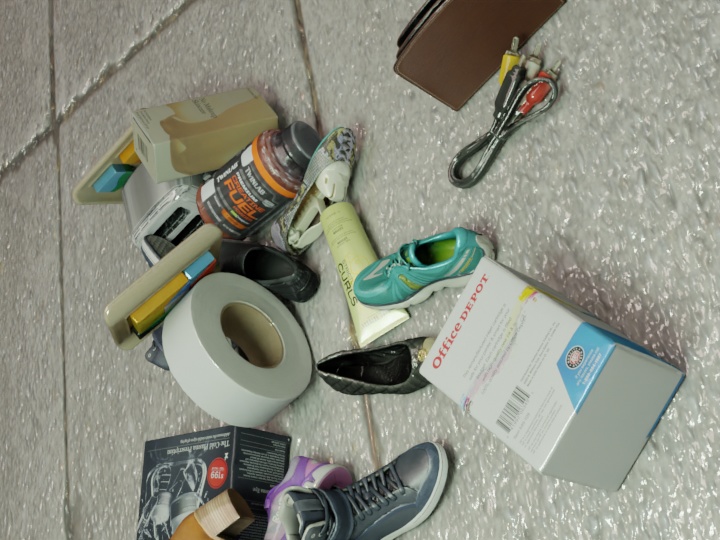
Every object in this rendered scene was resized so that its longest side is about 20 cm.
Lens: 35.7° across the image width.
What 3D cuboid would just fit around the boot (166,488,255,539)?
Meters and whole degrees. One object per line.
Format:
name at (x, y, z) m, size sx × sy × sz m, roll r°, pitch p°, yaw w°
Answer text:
boot at (-0.171, 0.383, 1.343) m, size 0.154 × 0.074 × 0.201 m, roll -41°, pitch 51°, yaw 10°

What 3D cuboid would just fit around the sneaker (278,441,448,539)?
sneaker at (-0.002, 0.264, 1.291) m, size 0.203 × 0.146 × 0.077 m, roll -48°, pitch 45°, yaw 19°

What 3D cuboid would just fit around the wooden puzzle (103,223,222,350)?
wooden puzzle at (-0.252, 0.030, 1.476) m, size 0.185 × 0.200 × 0.037 m, roll -41°, pitch 82°, yaw -14°

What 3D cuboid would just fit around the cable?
cable at (0.184, -0.182, 1.382) m, size 0.097 × 0.050 × 0.201 m, roll 35°, pitch 113°, yaw 29°

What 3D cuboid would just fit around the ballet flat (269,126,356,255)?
ballet flat at (-0.054, -0.101, 1.553) m, size 0.201 × 0.072 × 0.072 m, roll -57°, pitch 44°, yaw 20°

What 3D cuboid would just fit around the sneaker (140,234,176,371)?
sneaker at (-0.294, 0.058, 1.690) m, size 0.203 × 0.077 × 0.146 m, roll 49°, pitch 113°, yaw 19°

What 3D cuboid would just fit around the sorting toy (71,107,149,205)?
sorting toy at (-0.347, -0.176, 1.803) m, size 0.200 × 0.185 × 0.037 m, roll -46°, pitch 73°, yaw 24°

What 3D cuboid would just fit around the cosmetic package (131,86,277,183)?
cosmetic package at (-0.232, -0.205, 1.674) m, size 0.105 × 0.198 × 0.072 m, roll 49°, pitch 147°, yaw 41°

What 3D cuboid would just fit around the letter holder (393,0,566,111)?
letter holder at (0.128, -0.324, 1.403) m, size 0.200 × 0.141 × 0.101 m, roll -44°, pitch 48°, yaw 24°

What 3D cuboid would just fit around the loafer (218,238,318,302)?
loafer at (-0.148, -0.011, 1.579) m, size 0.199 × 0.070 × 0.069 m, roll 18°, pitch 71°, yaw 34°

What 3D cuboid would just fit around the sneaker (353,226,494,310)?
sneaker at (0.067, -0.011, 1.377) m, size 0.199 × 0.079 × 0.078 m, roll -22°, pitch 58°, yaw 32°

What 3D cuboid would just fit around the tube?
tube at (0.000, 0.000, 1.474) m, size 0.201 × 0.051 × 0.058 m, roll 69°, pitch 150°, yaw 31°

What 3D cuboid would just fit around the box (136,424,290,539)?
box at (-0.201, 0.316, 1.508) m, size 0.199 × 0.104 × 0.184 m, roll -17°, pitch 64°, yaw 40°

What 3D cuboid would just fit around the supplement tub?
supplement tub at (-0.141, -0.133, 1.623) m, size 0.199 × 0.106 × 0.108 m, roll -36°, pitch 52°, yaw 30°

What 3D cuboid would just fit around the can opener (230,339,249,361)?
can opener at (-0.172, 0.108, 1.599) m, size 0.067 × 0.053 × 0.201 m, roll -39°, pitch 50°, yaw 27°

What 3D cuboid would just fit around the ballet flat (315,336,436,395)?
ballet flat at (0.027, 0.122, 1.391) m, size 0.199 × 0.057 × 0.067 m, roll -17°, pitch 64°, yaw 40°

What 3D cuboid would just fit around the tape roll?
tape roll at (-0.161, 0.104, 1.480) m, size 0.071 × 0.201 × 0.204 m, roll -43°, pitch 49°, yaw 30°

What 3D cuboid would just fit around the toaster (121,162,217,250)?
toaster at (-0.299, -0.108, 1.760) m, size 0.200 × 0.113 × 0.130 m, roll -40°, pitch 46°, yaw 27°

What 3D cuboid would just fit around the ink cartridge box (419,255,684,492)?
ink cartridge box at (0.195, 0.106, 1.164) m, size 0.200 × 0.145 × 0.148 m, roll 38°, pitch 102°, yaw 46°

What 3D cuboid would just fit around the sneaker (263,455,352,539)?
sneaker at (-0.091, 0.321, 1.412) m, size 0.088 × 0.080 × 0.201 m, roll 27°, pitch 88°, yaw 41°
